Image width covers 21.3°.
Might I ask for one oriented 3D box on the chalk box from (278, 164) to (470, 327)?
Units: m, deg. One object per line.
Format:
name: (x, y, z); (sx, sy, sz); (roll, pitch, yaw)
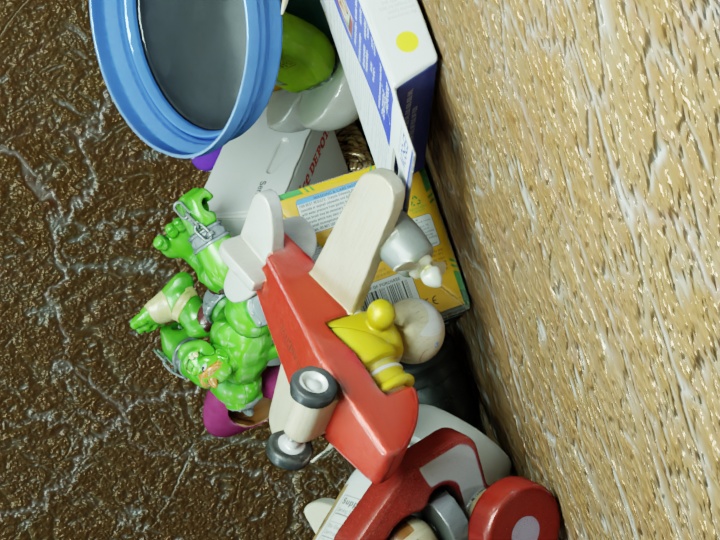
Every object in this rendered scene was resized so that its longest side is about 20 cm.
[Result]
chalk box: (0.000, 0.000, 1.475); (0.200, 0.124, 0.125); (122, 130, -82)

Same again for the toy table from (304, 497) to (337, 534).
toy table: (0.040, 0.262, 1.649); (0.183, 0.117, 0.201); (5, -125, -55)

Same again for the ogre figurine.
ogre figurine: (-0.115, 0.035, 1.540); (0.120, 0.098, 0.201); (44, 126, 24)

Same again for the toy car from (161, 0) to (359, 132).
toy car: (-0.073, -0.203, 1.512); (0.151, 0.174, 0.200); (-67, 21, -6)

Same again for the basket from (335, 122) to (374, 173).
basket: (-0.052, -0.046, 1.777); (0.150, 0.141, 0.201); (-114, 8, -45)

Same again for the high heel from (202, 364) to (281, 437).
high heel: (-0.076, 0.119, 1.611); (0.200, 0.067, 0.097); (-48, 46, 48)

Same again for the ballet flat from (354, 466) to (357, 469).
ballet flat: (0.040, 0.167, 1.560); (0.070, 0.068, 0.200); (20, -155, -45)

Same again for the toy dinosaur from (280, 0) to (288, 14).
toy dinosaur: (-0.037, -0.268, 1.348); (0.201, 0.058, 0.102); (-85, -23, -56)

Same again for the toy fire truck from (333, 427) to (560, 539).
toy fire truck: (0.048, 0.219, 1.293); (0.112, 0.167, 0.202); (17, 130, 52)

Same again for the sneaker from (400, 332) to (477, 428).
sneaker: (0.053, 0.098, 1.571); (0.091, 0.075, 0.200); (63, 180, -5)

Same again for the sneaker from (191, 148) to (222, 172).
sneaker: (-0.148, -0.171, 1.679); (0.201, 0.098, 0.070); (107, 157, -44)

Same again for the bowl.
bowl: (-0.125, -0.183, 1.372); (0.200, 0.039, 0.203); (18, 114, 48)

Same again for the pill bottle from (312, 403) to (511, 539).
pill bottle: (0.026, 0.206, 1.420); (0.114, 0.201, 0.114); (30, 165, 9)

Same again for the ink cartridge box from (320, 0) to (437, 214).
ink cartridge box: (0.017, -0.138, 1.277); (0.198, 0.047, 0.202); (94, 156, -73)

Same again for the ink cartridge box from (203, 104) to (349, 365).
ink cartridge box: (-0.059, -0.024, 1.647); (0.146, 0.083, 0.201); (-70, -29, -42)

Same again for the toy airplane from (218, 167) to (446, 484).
toy airplane: (-0.013, 0.035, 1.292); (0.200, 0.140, 0.201); (180, 88, -66)
